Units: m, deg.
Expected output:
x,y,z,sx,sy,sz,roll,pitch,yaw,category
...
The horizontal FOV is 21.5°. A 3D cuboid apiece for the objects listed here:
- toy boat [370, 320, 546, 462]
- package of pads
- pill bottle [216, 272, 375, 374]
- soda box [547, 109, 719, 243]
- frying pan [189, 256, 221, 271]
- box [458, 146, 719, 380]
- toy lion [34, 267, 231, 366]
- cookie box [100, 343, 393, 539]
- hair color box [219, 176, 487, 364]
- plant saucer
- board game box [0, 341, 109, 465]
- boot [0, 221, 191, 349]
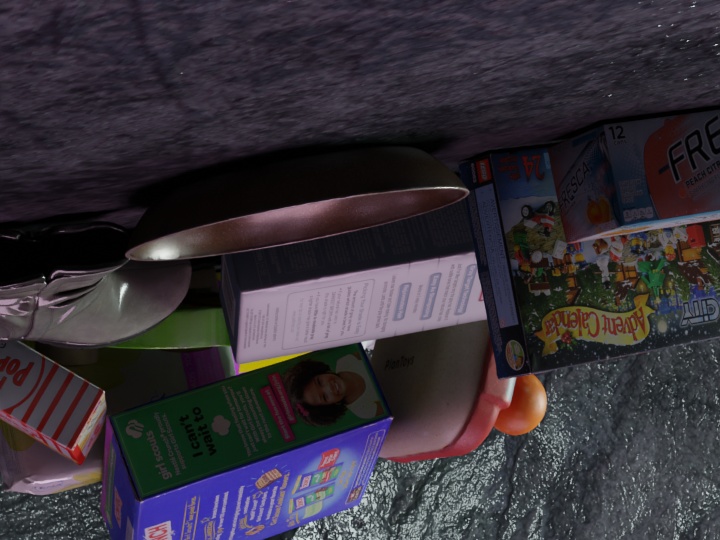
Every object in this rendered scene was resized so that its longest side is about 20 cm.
x,y,z,sx,sy,sz,roll,pitch,yaw,category
0.083,0.090,1.458,0.130,0.132,0.200,20,165,-20,toy boat
-0.195,0.086,1.486,0.198,0.156,0.068,-8,171,-28,package of pads
-0.063,0.045,1.661,0.198,0.105,0.104,-9,176,-29,pill bottle
0.219,-0.065,1.184,0.198,0.064,0.068,-10,176,-27,soda box
-0.072,-0.009,1.364,0.188,0.031,0.115,-5,169,19,frying pan
0.164,-0.014,1.219,0.198,0.138,0.038,-9,176,-32,box
-0.108,0.035,1.372,0.190,0.069,0.199,4,-175,38,toy lion
-0.090,0.144,1.423,0.198,0.076,0.172,-17,155,-19,cookie box
0.008,-0.002,1.270,0.198,0.061,0.099,-9,151,-11,hair color box
-0.038,-0.039,1.079,0.198,0.032,0.200,-12,176,-1,plant saucer
-0.247,0.072,1.294,0.151,0.047,0.200,30,169,-1,board game box
-0.165,0.004,1.143,0.199,0.068,0.130,-10,170,-36,boot
